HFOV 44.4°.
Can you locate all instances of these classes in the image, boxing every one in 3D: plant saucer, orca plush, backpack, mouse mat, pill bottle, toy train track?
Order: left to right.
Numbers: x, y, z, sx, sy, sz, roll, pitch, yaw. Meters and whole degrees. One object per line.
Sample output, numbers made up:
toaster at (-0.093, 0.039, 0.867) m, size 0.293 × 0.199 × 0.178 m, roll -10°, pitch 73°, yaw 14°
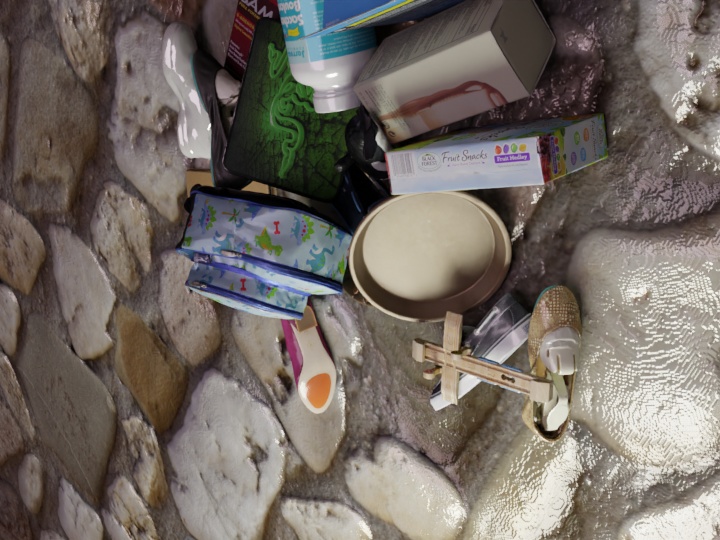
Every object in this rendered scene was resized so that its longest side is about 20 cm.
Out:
backpack at (-0.116, -0.016, 1.135) m, size 0.197 × 0.182 × 0.150 m, roll 8°, pitch 84°, yaw 32°
mouse mat at (-0.080, -0.202, 1.122) m, size 0.158 × 0.008 × 0.204 m, roll 16°, pitch 101°, yaw -3°
pill bottle at (-0.039, -0.294, 1.037) m, size 0.109 × 0.110 × 0.204 m, roll 5°, pitch 113°, yaw 41°
orca plush at (0.005, -0.131, 1.041) m, size 0.071 × 0.200 × 0.106 m, roll -37°, pitch 95°, yaw 6°
plant saucer at (0.083, -0.021, 1.064) m, size 0.195 × 0.030 × 0.203 m, roll 0°, pitch 129°, yaw 0°
toy train track at (0.136, 0.119, 1.051) m, size 0.197 × 0.032 × 0.117 m, roll 15°, pitch 110°, yaw 39°

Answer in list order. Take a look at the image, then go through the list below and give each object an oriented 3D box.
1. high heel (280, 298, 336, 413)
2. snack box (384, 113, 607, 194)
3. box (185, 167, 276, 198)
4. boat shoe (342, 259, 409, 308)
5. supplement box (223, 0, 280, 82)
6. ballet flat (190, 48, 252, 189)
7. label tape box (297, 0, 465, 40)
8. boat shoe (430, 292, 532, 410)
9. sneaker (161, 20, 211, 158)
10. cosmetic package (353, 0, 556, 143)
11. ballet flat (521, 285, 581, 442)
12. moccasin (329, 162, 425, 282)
high heel at (-0.084, 0.117, 1.353) m, size 0.096 × 0.066 × 0.204 m, roll -133°, pitch 34°, yaw -58°
snack box at (0.145, -0.125, 0.951) m, size 0.197 × 0.141 × 0.054 m, roll 1°, pitch 109°, yaw 43°
box at (-0.198, -0.072, 1.374) m, size 0.197 × 0.021 × 0.167 m, roll 9°, pitch 109°, yaw 42°
boat shoe at (0.000, 0.000, 1.202) m, size 0.198 × 0.067 × 0.073 m, roll 24°, pitch 95°, yaw 36°
supplement box at (-0.116, -0.307, 1.172) m, size 0.108 × 0.060 × 0.202 m, roll 39°, pitch 130°, yaw 23°
ballet flat at (-0.174, -0.205, 1.180) m, size 0.067 × 0.068 × 0.205 m, roll -14°, pitch 85°, yaw 21°
label tape box at (0.039, -0.302, 0.928) m, size 0.142 × 0.198 × 0.065 m, roll -8°, pitch 102°, yaw 44°
boat shoe at (0.141, 0.102, 1.109) m, size 0.068 × 0.071 × 0.201 m, roll 50°, pitch 133°, yaw 13°
sneaker at (-0.232, -0.266, 1.305) m, size 0.087 × 0.075 × 0.204 m, roll 7°, pitch 119°, yaw 27°
cosmetic package at (0.100, -0.224, 0.964) m, size 0.198 × 0.104 × 0.088 m, roll -11°, pitch 129°, yaw 46°
ballet flat at (0.230, 0.117, 1.030) m, size 0.066 × 0.069 × 0.204 m, roll -112°, pitch 16°, yaw -58°
moccasin at (0.021, -0.070, 1.137) m, size 0.200 × 0.080 × 0.069 m, roll 45°, pitch 135°, yaw 18°
